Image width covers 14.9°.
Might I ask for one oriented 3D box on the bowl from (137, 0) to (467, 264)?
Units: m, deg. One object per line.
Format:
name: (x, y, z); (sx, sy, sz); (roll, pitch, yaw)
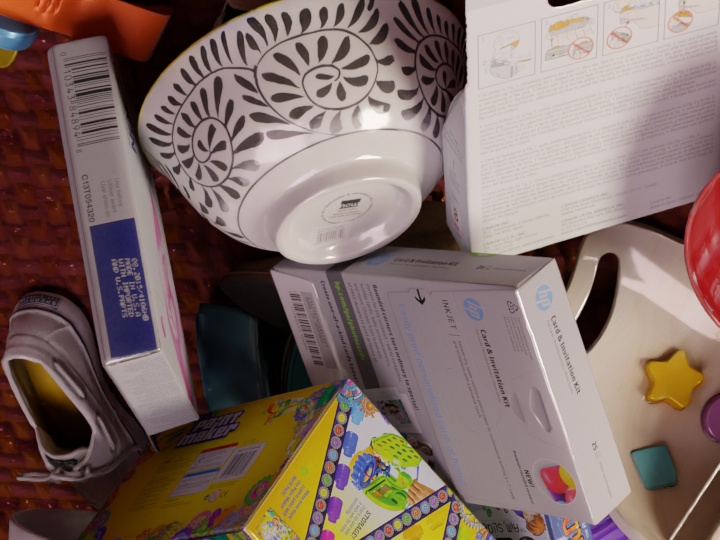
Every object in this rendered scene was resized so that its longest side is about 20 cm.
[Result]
bowl: (-0.020, -0.066, 1.581); (0.200, 0.094, 0.201); (-14, 151, -8)

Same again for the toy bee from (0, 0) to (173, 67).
toy bee: (-0.207, -0.190, 1.604); (0.131, 0.109, 0.200); (-41, 131, 18)

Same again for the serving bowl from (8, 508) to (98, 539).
serving bowl: (-0.147, 0.216, 1.886); (0.199, 0.200, 0.066); (12, 93, 7)

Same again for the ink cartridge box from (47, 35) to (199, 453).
ink cartridge box: (-0.135, -0.011, 1.637); (0.043, 0.197, 0.200); (-13, 162, 2)

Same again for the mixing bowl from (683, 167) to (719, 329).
mixing bowl: (0.290, -0.037, 1.565); (0.199, 0.109, 0.201); (9, 133, 10)

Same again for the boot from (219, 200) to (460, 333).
boot: (0.000, 0.000, 1.731); (0.199, 0.076, 0.074); (-1, 150, 38)

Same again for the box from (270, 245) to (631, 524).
box: (0.050, 0.062, 1.605); (0.200, 0.041, 0.156); (5, 122, 46)

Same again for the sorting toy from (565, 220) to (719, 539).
sorting toy: (0.188, 0.064, 1.680); (0.180, 0.200, 0.107); (33, 178, 2)

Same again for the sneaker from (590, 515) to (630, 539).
sneaker: (0.165, 0.148, 1.741); (0.199, 0.070, 0.100); (9, 124, 5)

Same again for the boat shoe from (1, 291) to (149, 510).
boat shoe: (-0.197, 0.114, 1.878); (0.074, 0.086, 0.202); (2, 134, 18)

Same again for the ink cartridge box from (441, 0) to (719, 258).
ink cartridge box: (0.126, -0.107, 1.542); (0.162, 0.057, 0.201); (-16, 129, -13)

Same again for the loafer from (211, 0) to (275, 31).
loafer: (-0.033, -0.167, 1.575); (0.075, 0.068, 0.200); (24, 134, -5)

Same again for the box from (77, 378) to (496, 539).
box: (-0.035, 0.186, 1.663); (0.193, 0.122, 0.200); (49, 146, -19)

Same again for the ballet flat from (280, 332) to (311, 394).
ballet flat: (-0.011, 0.116, 1.827); (0.070, 0.071, 0.201); (-7, 102, 23)

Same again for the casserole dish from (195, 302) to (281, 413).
casserole dish: (-0.068, 0.108, 1.816); (0.039, 0.121, 0.201); (-11, 129, 4)

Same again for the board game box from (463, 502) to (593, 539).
board game box: (0.055, 0.141, 1.714); (0.200, 0.034, 0.136); (-4, 106, 48)
